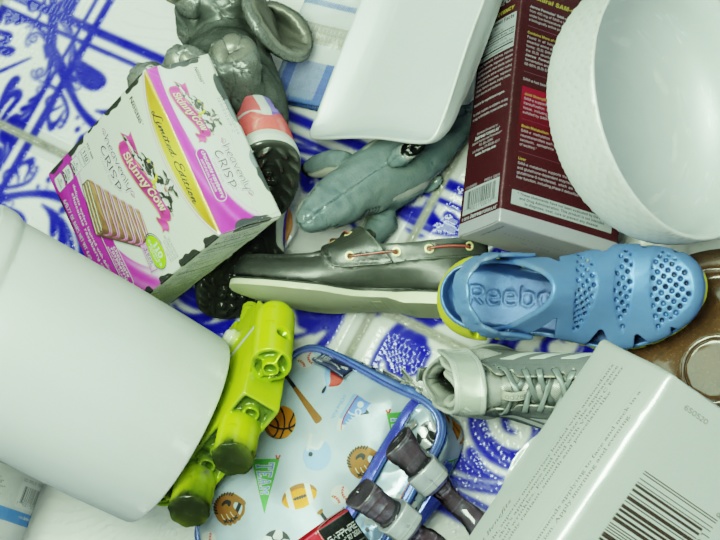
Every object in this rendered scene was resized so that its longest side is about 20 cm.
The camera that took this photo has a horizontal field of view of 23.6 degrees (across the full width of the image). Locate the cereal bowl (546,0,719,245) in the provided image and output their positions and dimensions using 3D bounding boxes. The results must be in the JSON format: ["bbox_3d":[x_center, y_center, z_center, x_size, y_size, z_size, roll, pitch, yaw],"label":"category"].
[{"bbox_3d":[0.203,-0.112,1.243,0.083,0.200,0.200,-13,65,47],"label":"cereal bowl"}]

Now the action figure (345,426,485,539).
[{"bbox_3d":[0.088,0.200,1.216,0.200,0.069,0.130,42,79,-2],"label":"action figure"}]

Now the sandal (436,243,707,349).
[{"bbox_3d":[0.145,0.019,1.224,0.200,0.087,0.080,-6,83,16],"label":"sandal"}]

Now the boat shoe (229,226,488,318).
[{"bbox_3d":[0.000,0.001,1.330,0.201,0.074,0.063,2,78,6],"label":"boat shoe"}]

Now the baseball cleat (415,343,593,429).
[{"bbox_3d":[0.125,0.091,1.221,0.200,0.106,0.070,1,93,46],"label":"baseball cleat"}]

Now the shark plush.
[{"bbox_3d":[0.041,-0.080,1.350,0.200,0.083,0.091,-21,82,1],"label":"shark plush"}]

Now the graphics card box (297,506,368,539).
[{"bbox_3d":[-0.004,0.283,1.205,0.125,0.051,0.200,-39,82,29],"label":"graphics card box"}]

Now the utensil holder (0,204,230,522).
[{"bbox_3d":[-0.220,0.072,1.275,0.170,0.200,0.170,-52,19,26],"label":"utensil holder"}]

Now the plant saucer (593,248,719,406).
[{"bbox_3d":[0.258,0.074,1.234,0.200,0.034,0.200,-8,68,20],"label":"plant saucer"}]

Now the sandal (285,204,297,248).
[{"bbox_3d":[-0.146,-0.067,1.435,0.207,0.059,0.079,31,86,28],"label":"sandal"}]

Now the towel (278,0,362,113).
[{"bbox_3d":[0.014,-0.221,1.443,0.147,0.024,0.200,15,79,27],"label":"towel"}]

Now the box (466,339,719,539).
[{"bbox_3d":[0.195,0.186,1.109,0.200,0.131,0.199,34,90,-14],"label":"box"}]

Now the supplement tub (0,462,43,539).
[{"bbox_3d":[-0.305,0.113,1.398,0.132,0.132,0.200,12,77,26],"label":"supplement tub"}]

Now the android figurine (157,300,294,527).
[{"bbox_3d":[-0.103,0.099,1.309,0.182,0.041,0.200,-50,19,30],"label":"android figurine"}]

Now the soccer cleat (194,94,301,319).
[{"bbox_3d":[-0.091,-0.046,1.360,0.068,0.200,0.073,2,43,-16],"label":"soccer cleat"}]

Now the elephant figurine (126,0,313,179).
[{"bbox_3d":[-0.110,-0.188,1.420,0.141,0.155,0.200,4,43,5],"label":"elephant figurine"}]

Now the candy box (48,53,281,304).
[{"bbox_3d":[-0.154,-0.059,1.314,0.200,0.061,0.136,-35,78,52],"label":"candy box"}]

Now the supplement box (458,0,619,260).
[{"bbox_3d":[0.142,-0.111,1.299,0.061,0.109,0.200,-22,56,60],"label":"supplement box"}]

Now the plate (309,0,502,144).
[{"bbox_3d":[0.050,-0.187,1.342,0.200,0.032,0.200,8,76,61],"label":"plate"}]

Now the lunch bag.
[{"bbox_3d":[-0.019,0.160,1.296,0.160,0.076,0.200,28,85,26],"label":"lunch bag"}]
